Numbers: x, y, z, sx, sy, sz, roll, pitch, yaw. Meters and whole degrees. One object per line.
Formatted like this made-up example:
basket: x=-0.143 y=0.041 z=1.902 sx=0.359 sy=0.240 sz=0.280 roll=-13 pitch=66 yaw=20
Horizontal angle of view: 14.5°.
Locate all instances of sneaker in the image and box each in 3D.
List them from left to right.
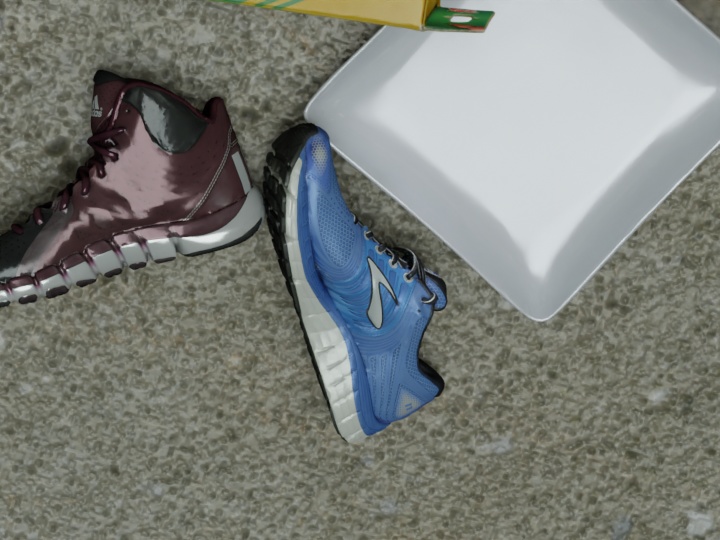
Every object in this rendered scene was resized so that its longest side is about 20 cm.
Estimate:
sneaker: x=-0.162 y=-0.054 z=1.639 sx=0.199 sy=0.076 sz=0.116 roll=-16 pitch=104 yaw=-10
sneaker: x=0.000 y=0.000 z=1.666 sx=0.089 sy=0.079 sz=0.201 roll=-19 pitch=117 yaw=-3

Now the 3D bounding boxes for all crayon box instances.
crayon box: x=-0.023 y=-0.170 z=1.556 sx=0.199 sy=0.127 sz=0.051 roll=8 pitch=101 yaw=3

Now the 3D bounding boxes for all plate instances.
plate: x=0.101 y=-0.102 z=1.655 sx=0.200 sy=0.032 sz=0.200 roll=40 pitch=101 yaw=-15
